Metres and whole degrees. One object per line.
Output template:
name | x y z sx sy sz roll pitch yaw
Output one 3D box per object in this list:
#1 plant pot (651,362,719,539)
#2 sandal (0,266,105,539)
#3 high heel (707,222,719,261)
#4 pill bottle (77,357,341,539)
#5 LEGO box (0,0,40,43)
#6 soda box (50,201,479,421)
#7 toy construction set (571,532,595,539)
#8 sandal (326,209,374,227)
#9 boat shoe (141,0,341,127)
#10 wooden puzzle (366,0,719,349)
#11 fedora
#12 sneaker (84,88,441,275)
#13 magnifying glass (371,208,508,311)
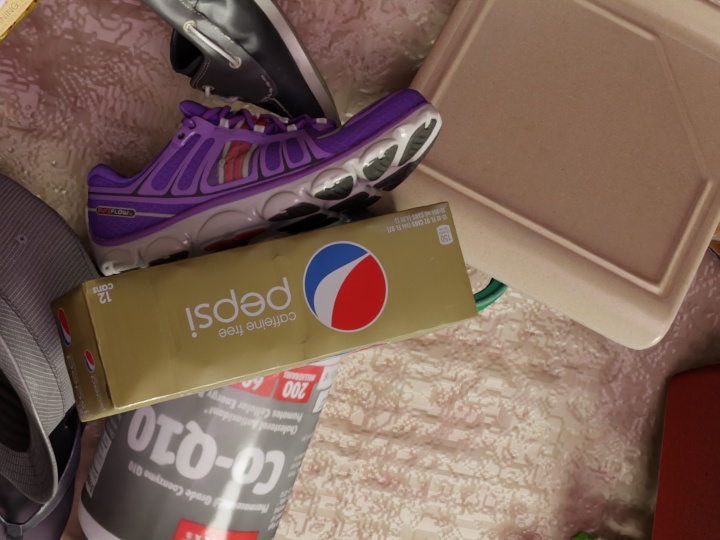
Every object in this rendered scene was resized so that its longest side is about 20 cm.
plant pot | 0.302 0.153 1.067 0.199 0.176 0.201 20 63 -18
sandal | -0.187 0.093 1.049 0.076 0.043 0.201 18 101 -17
high heel | 0.186 -0.004 1.075 0.143 0.071 0.200 -42 103 -18
pill bottle | -0.093 0.110 1.039 0.113 0.114 0.201 17 102 -17
LEGO box | -0.199 -0.215 0.937 0.149 0.077 0.200 42 93 -21
soda box | -0.047 0.020 0.916 0.199 0.068 0.064 -14 86 -24
toy construction set | 0.161 0.253 1.160 0.131 0.092 0.201 6 94 -15
sandal | 0.053 -0.041 1.063 0.200 0.048 0.076 -23 111 -7
boat shoe | -0.069 -0.124 0.979 0.068 0.072 0.200 -35 136 2
wooden puzzle | 0.120 -0.079 1.017 0.185 0.037 0.200 28 73 4
fedora | -0.194 0.017 0.970 0.090 0.200 0.177 -40 156 -27
sneaker | -0.056 -0.058 0.956 0.199 0.081 0.084 -19 82 10
magnifying glass | 0.000 0.000 0.991 0.199 0.022 0.080 -16 77 -24
